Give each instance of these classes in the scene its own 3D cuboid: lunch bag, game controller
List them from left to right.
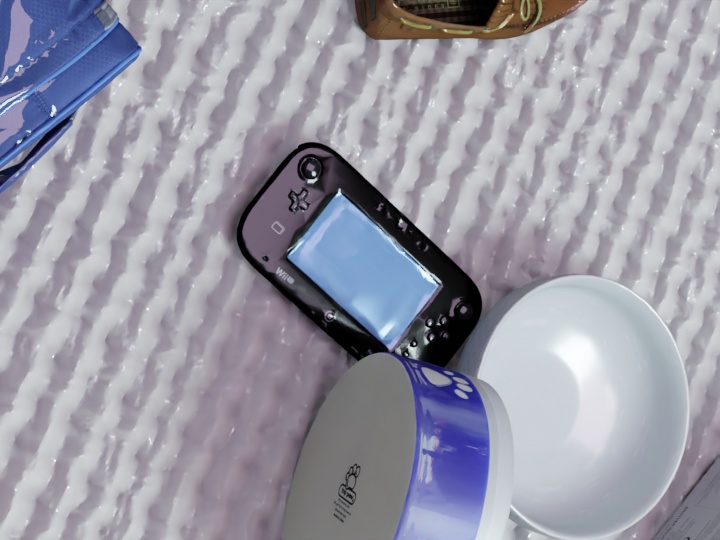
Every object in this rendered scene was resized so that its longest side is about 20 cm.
[{"bbox_3d":[-0.249,-0.123,1.241,0.200,0.136,0.133,-43,107,-21],"label":"lunch bag"},{"bbox_3d":[0.000,0.000,1.420,0.200,0.042,0.105,42,71,-19],"label":"game controller"}]

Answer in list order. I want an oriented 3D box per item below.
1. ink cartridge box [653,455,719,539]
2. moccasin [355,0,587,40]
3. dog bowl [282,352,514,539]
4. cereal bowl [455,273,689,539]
[{"bbox_3d":[0.326,0.220,1.493,0.137,0.200,0.076,-47,108,-20],"label":"ink cartridge box"},{"bbox_3d":[0.095,-0.215,1.454,0.200,0.078,0.074,-4,90,-27],"label":"moccasin"},{"bbox_3d":[0.023,0.162,1.339,0.078,0.200,0.202,19,80,-23],"label":"dog bowl"},{"bbox_3d":[0.151,0.104,1.471,0.198,0.083,0.202,1,87,-28],"label":"cereal bowl"}]
